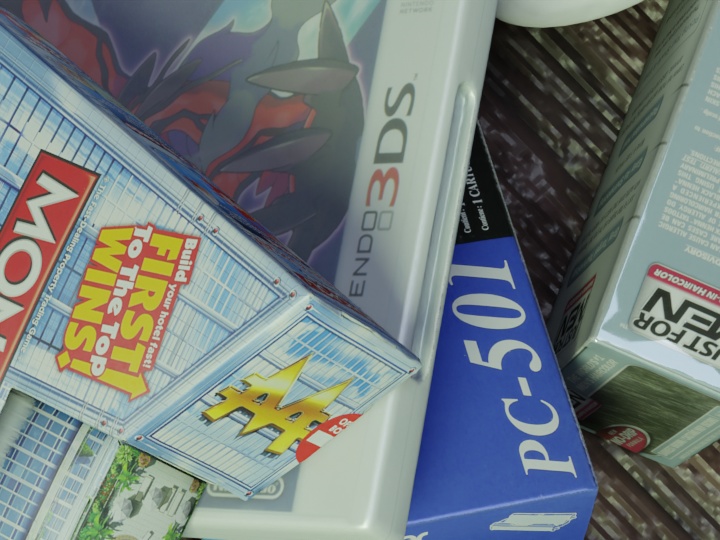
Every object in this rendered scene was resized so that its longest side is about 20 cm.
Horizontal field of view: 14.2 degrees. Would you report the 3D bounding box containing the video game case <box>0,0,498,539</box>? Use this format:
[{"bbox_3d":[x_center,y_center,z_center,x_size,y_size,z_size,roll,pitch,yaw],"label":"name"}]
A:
[{"bbox_3d":[-0.058,-0.011,0.868,0.199,0.023,0.183,-1,71,35],"label":"video game case"}]

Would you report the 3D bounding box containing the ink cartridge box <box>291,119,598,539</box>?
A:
[{"bbox_3d":[0.000,0.000,0.895,0.093,0.044,0.201,-10,59,-12],"label":"ink cartridge box"}]

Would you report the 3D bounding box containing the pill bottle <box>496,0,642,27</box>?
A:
[{"bbox_3d":[0.035,-0.180,0.921,0.108,0.109,0.200,-24,57,-13],"label":"pill bottle"}]

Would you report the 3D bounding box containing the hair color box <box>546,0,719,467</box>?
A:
[{"bbox_3d":[0.121,-0.046,0.928,0.060,0.099,0.201,23,74,-3],"label":"hair color box"}]

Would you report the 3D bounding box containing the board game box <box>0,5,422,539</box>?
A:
[{"bbox_3d":[-0.091,0.032,0.821,0.199,0.062,0.201,22,84,39],"label":"board game box"}]

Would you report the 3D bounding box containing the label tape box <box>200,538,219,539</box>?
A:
[{"bbox_3d":[0.022,0.171,0.873,0.199,0.063,0.145,24,74,9],"label":"label tape box"}]
